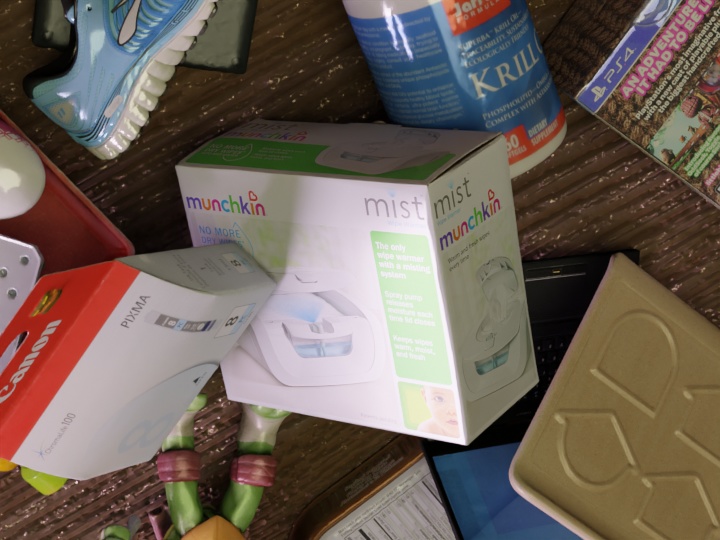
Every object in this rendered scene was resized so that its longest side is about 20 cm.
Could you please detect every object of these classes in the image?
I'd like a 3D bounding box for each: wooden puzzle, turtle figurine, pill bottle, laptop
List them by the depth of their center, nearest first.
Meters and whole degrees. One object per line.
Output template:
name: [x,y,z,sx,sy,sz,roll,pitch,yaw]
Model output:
pill bottle: [0.053,-0.160,1.039,0.112,0.112,0.200,-25,114,-3]
turtle figurine: [-0.098,0.182,1.098,0.144,0.200,0.194,2,85,18]
laptop: [0.141,0.101,1.145,0.177,0.103,0.200,-6,113,-27]
wooden puzzle: [0.205,0.116,1.148,0.185,0.046,0.200,36,66,-19]

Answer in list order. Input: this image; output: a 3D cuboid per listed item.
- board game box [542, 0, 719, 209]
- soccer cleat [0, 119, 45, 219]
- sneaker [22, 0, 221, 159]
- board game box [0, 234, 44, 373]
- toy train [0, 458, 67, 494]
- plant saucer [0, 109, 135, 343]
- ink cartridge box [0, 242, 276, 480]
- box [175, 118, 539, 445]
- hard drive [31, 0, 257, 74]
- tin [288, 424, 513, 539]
board game box: [0.249,-0.140,1.103,0.200,0.097,0.160,33,99,-22]
soccer cleat: [-0.287,-0.085,0.961,0.200,0.086,0.070,26,94,5]
sneaker: [-0.138,-0.167,0.975,0.090,0.078,0.200,28,102,-18]
board game box: [-0.311,0.053,0.997,0.200,0.026,0.200,17,94,7]
toy train: [-0.247,0.119,1.097,0.200,0.085,0.116,-44,128,7]
plant saucer: [-0.272,-0.011,1.022,0.200,0.037,0.200,45,96,4]
ink cartridge box: [-0.154,0.062,0.959,0.047,0.200,0.160,44,113,16]
box: [0.000,0.000,1.038,0.097,0.200,0.177,-36,124,-45]
hard drive: [-0.125,-0.230,1.013,0.139,0.033,0.200,6,108,-16]
tin: [0.036,0.188,1.209,0.200,0.042,0.112,-38,110,2]
